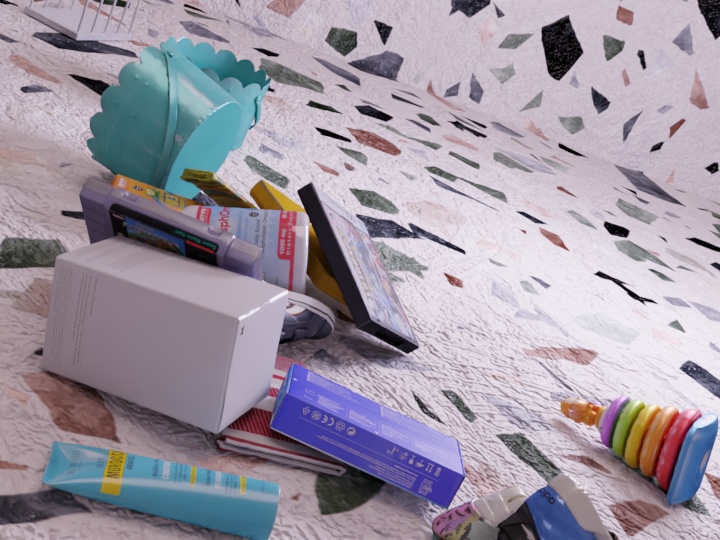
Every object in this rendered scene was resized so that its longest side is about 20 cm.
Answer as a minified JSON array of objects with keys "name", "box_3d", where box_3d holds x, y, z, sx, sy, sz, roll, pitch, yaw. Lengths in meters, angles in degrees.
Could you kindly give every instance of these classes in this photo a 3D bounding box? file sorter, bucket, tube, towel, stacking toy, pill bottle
[{"name":"file sorter","box_3d":[-0.561,-0.558,2.354,0.138,0.125,0.200,29,19,15]},{"name":"bucket","box_3d":[-0.269,-0.312,2.026,0.206,0.136,0.207,21,20,-8]},{"name":"tube","box_3d":[-0.170,0.186,0.978,0.198,0.051,0.077,15,8,-11]},{"name":"towel","box_3d":[-0.154,-0.074,1.560,0.200,0.018,0.086,40,-15,-34]},{"name":"stacking toy","box_3d":[0.348,0.204,1.468,0.199,0.111,0.116,22,18,30]},{"name":"pill bottle","box_3d":[-0.163,-0.022,1.382,0.198,0.110,0.109,3,21,-4]},{"name":"towel","box_3d":[-0.101,0.141,1.206,0.143,0.023,0.200,17,22,-24]},{"name":"bucket","box_3d":[-0.273,-0.199,1.617,0.134,0.208,0.207,35,21,11]}]

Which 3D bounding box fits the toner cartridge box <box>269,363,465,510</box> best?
[{"name":"toner cartridge box","box_3d":[0.008,0.168,1.169,0.199,0.043,0.095,26,11,-5]}]

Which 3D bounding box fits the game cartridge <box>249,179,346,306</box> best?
[{"name":"game cartridge","box_3d":[-0.053,-0.020,1.543,0.176,0.032,0.200,35,17,-51]}]

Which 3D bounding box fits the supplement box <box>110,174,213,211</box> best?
[{"name":"supplement box","box_3d":[-0.239,-0.058,1.499,0.198,0.069,0.067,17,18,-14]}]

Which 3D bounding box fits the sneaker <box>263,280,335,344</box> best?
[{"name":"sneaker","box_3d":[-0.113,0.060,1.331,0.199,0.078,0.080,25,58,-38]}]

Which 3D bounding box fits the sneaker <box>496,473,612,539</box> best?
[{"name":"sneaker","box_3d":[0.204,0.303,1.069,0.201,0.111,0.077,57,-10,1]}]

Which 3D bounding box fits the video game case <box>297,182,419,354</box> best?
[{"name":"video game case","box_3d":[0.000,0.000,1.460,0.201,0.025,0.181,66,13,22]}]

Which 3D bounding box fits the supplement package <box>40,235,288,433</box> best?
[{"name":"supplement package","box_3d":[-0.191,0.058,1.120,0.198,0.121,0.121,17,17,16]}]

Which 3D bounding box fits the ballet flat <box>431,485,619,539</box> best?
[{"name":"ballet flat","box_3d":[0.169,0.256,1.137,0.198,0.072,0.069,18,19,-15]}]

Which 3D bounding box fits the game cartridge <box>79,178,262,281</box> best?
[{"name":"game cartridge","box_3d":[-0.198,-0.019,1.203,0.199,0.039,0.130,22,-26,8]}]
